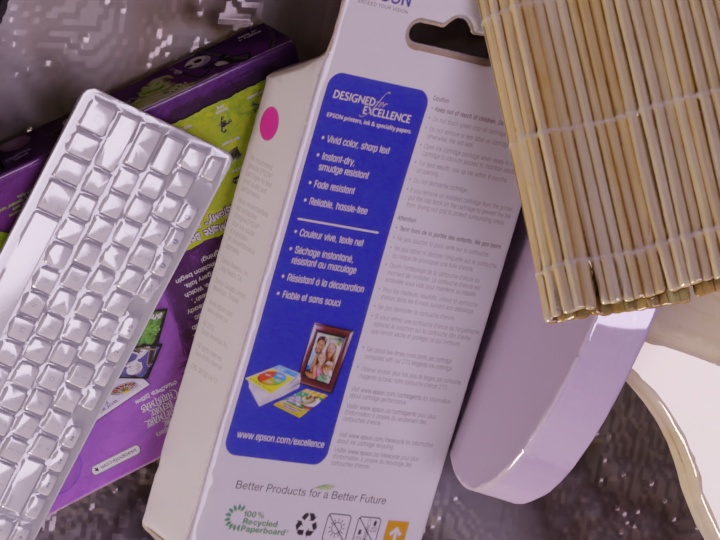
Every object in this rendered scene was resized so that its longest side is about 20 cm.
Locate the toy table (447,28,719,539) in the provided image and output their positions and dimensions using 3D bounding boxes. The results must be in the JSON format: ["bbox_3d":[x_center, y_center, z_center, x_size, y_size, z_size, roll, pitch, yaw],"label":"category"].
[{"bbox_3d":[0.117,-0.007,0.959,0.117,0.184,0.201,19,101,-18],"label":"toy table"}]

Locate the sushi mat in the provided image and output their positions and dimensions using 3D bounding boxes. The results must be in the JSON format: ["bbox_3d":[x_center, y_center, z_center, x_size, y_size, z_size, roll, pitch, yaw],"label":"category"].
[{"bbox_3d":[0.081,-0.088,0.888,0.095,0.201,0.012,-16,166,17],"label":"sushi mat"}]

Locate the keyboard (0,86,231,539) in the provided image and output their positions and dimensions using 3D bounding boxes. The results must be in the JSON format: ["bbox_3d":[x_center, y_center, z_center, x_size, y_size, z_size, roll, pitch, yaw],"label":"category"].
[{"bbox_3d":[-0.109,0.041,0.909,0.056,0.011,0.201,24,97,-35],"label":"keyboard"}]

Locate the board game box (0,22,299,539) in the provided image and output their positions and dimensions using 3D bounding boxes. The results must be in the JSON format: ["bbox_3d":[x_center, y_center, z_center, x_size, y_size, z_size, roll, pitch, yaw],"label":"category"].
[{"bbox_3d":[-0.096,0.014,0.927,0.199,0.032,0.121,-26,117,-18],"label":"board game box"}]

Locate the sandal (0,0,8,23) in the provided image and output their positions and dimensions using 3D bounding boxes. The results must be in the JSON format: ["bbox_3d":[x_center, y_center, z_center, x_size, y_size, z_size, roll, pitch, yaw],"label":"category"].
[{"bbox_3d":[-0.175,-0.031,0.841,0.200,0.075,0.045,-47,114,-2],"label":"sandal"}]

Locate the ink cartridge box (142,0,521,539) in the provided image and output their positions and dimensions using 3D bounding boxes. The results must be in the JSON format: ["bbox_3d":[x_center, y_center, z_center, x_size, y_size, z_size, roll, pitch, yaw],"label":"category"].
[{"bbox_3d":[0.000,0.000,0.938,0.094,0.037,0.201,9,104,-37],"label":"ink cartridge box"}]
